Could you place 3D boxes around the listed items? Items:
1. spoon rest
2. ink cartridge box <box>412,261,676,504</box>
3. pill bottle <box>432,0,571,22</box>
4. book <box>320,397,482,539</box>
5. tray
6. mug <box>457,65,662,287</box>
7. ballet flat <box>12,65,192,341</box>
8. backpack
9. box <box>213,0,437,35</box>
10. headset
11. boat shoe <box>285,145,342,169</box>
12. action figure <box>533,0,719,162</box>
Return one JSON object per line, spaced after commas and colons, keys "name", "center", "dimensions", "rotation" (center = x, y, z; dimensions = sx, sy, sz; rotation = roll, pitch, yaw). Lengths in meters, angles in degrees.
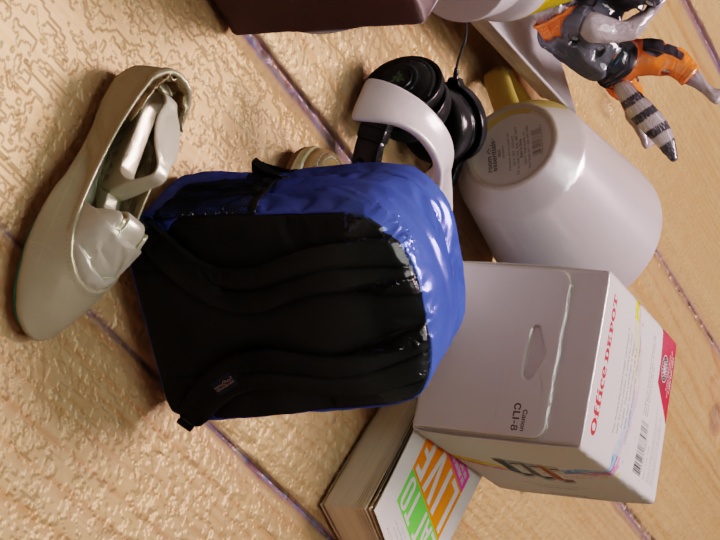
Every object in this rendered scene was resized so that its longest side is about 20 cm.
{"name": "spoon rest", "center": [0.044, -0.058, 1.447], "dimensions": [0.200, 0.061, 0.099], "rotation": [71, 33, -48]}
{"name": "ink cartridge box", "center": [0.153, 0.092, 1.558], "dimensions": [0.200, 0.144, 0.146], "rotation": [40, 58, -59]}
{"name": "pill bottle", "center": [0.124, -0.255, 1.498], "dimensions": [0.200, 0.114, 0.115], "rotation": [-27, 114, -53]}
{"name": "book", "center": [0.048, 0.164, 1.567], "dimensions": [0.200, 0.048, 0.134], "rotation": [-59, 140, -40]}
{"name": "tray", "center": [0.124, -0.213, 1.649], "dimensions": [0.200, 0.022, 0.108], "rotation": [38, 34, -51]}
{"name": "mug", "center": [0.144, -0.073, 1.624], "dimensions": [0.150, 0.186, 0.153], "rotation": [-52, 140, -6]}
{"name": "ballet flat", "center": [-0.157, -0.046, 1.218], "dimensions": [0.069, 0.069, 0.200], "rotation": [47, 54, -47]}
{"name": "backpack", "center": [-0.029, -0.001, 1.289], "dimensions": [0.168, 0.200, 0.163], "rotation": [-54, 134, -53]}
{"name": "box", "center": [-0.033, -0.288, 1.302], "dimensions": [0.200, 0.166, 0.164], "rotation": [59, 45, -40]}
{"name": "headset", "center": [0.042, -0.131, 1.533], "dimensions": [0.123, 0.094, 0.200], "rotation": [27, 85, -57]}
{"name": "boat shoe", "center": [0.000, 0.000, 1.448], "dimensions": [0.072, 0.076, 0.200], "rotation": [-42, 124, -46]}
{"name": "action figure", "center": [0.227, -0.192, 1.645], "dimensions": [0.193, 0.200, 0.105], "rotation": [36, 68, -13]}
